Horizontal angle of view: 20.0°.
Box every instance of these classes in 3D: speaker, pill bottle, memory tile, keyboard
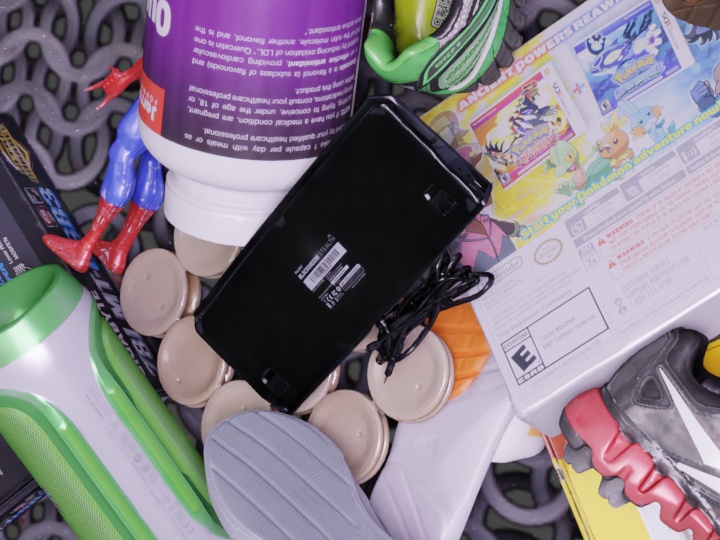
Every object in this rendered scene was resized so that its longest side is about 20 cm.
[{"bbox_3d":[-0.135,0.097,1.093,0.088,0.089,0.201,-24,113,22],"label":"speaker"},{"bbox_3d":[-0.054,-0.119,1.033,0.112,0.112,0.202,18,115,21],"label":"pill bottle"},{"bbox_3d":[-0.044,0.034,1.102,0.153,0.017,0.201,-46,60,20],"label":"memory tile"},{"bbox_3d":[0.000,0.000,1.024,0.104,0.040,0.200,46,132,3],"label":"keyboard"}]

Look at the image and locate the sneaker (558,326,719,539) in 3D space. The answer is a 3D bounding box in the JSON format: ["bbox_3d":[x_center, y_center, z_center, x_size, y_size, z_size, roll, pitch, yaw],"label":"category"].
[{"bbox_3d":[0.188,0.103,0.920,0.200,0.071,0.098,42,103,13],"label":"sneaker"}]

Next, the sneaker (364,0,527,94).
[{"bbox_3d":[0.049,-0.181,0.982,0.077,0.085,0.202,16,107,29],"label":"sneaker"}]

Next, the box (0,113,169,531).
[{"bbox_3d":[-0.235,0.045,1.196,0.198,0.050,0.201,-36,79,18],"label":"box"}]

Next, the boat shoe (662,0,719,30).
[{"bbox_3d":[0.230,-0.139,0.933,0.072,0.198,0.068,155,121,-65],"label":"boat shoe"}]

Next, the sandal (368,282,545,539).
[{"bbox_3d":[0.058,0.085,1.065,0.079,0.059,0.208,24,90,45],"label":"sandal"}]

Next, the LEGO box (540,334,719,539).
[{"bbox_3d":[0.196,0.132,0.999,0.148,0.077,0.202,-25,83,23],"label":"LEGO box"}]

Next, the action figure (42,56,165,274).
[{"bbox_3d":[-0.109,-0.094,1.126,0.052,0.065,0.201,40,105,27],"label":"action figure"}]

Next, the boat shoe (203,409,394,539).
[{"bbox_3d":[-0.017,0.146,1.016,0.200,0.072,0.062,45,154,43],"label":"boat shoe"}]

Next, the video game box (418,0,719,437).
[{"bbox_3d":[0.132,-0.046,0.997,0.199,0.047,0.183,-33,58,17],"label":"video game box"}]
